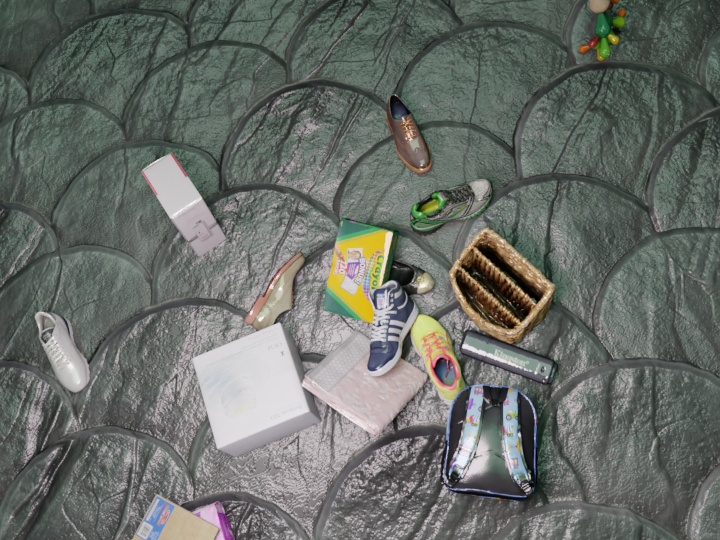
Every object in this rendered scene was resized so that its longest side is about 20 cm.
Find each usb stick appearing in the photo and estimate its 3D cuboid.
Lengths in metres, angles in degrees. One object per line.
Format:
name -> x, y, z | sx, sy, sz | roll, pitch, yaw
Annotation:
usb stick -> 0.299, 0.176, 1.552 | 0.199, 0.033, 0.056 | 20, 76, 16

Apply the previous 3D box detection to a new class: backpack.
backpack -> 0.247, 0.325, 1.448 | 0.181, 0.135, 0.201 | 3, 70, 11

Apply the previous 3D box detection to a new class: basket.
basket -> 0.275, 0.039, 1.546 | 0.143, 0.149, 0.200 | -41, 69, -7

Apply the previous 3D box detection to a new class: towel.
towel -> 0.012, 0.219, 1.528 | 0.190, 0.032, 0.200 | 31, 41, 19

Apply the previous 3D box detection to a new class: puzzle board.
puzzle board -> -0.375, 0.552, 1.451 | 0.150, 0.017, 0.201 | 22, 74, 18

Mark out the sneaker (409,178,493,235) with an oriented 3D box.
sneaker -> 0.200, -0.145, 1.664 | 0.199, 0.085, 0.078 | -28, 67, -2

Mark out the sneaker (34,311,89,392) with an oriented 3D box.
sneaker -> -0.668, 0.181, 1.691 | 0.076, 0.081, 0.201 | -32, 69, -5

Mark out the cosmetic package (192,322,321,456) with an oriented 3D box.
cosmetic package -> -0.212, 0.246, 1.565 | 0.198, 0.123, 0.201 | -22, 68, 1

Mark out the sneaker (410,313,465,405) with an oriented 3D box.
sneaker -> 0.159, 0.170, 1.547 | 0.078, 0.090, 0.201 | -27, 66, 0

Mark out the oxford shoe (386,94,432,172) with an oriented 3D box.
oxford shoe -> 0.105, -0.314, 1.751 | 0.071, 0.073, 0.201 | -25, 67, -1

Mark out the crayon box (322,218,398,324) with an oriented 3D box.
crayon box -> 0.000, 0.000, 1.614 | 0.118, 0.058, 0.201 | 14, 99, 14

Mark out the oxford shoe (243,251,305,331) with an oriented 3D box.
oxford shoe -> -0.173, 0.050, 1.674 | 0.074, 0.071, 0.201 | 36, 77, -6

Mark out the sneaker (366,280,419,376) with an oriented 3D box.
sneaker -> 0.046, 0.109, 1.531 | 0.070, 0.109, 0.201 | -6, 40, 37

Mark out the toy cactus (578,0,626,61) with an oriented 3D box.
toy cactus -> 0.545, -0.585, 1.739 | 0.102, 0.165, 0.201 | 5, 64, 33

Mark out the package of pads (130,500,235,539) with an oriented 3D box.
package of pads -> -0.347, 0.549, 1.496 | 0.199, 0.076, 0.121 | -24, 70, 0

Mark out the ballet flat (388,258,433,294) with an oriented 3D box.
ballet flat -> 0.064, 0.000, 1.646 | 0.199, 0.057, 0.067 | 21, 72, 17

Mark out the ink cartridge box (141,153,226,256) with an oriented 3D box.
ink cartridge box -> -0.391, -0.143, 1.703 | 0.083, 0.200, 0.147 | -34, 67, -8
